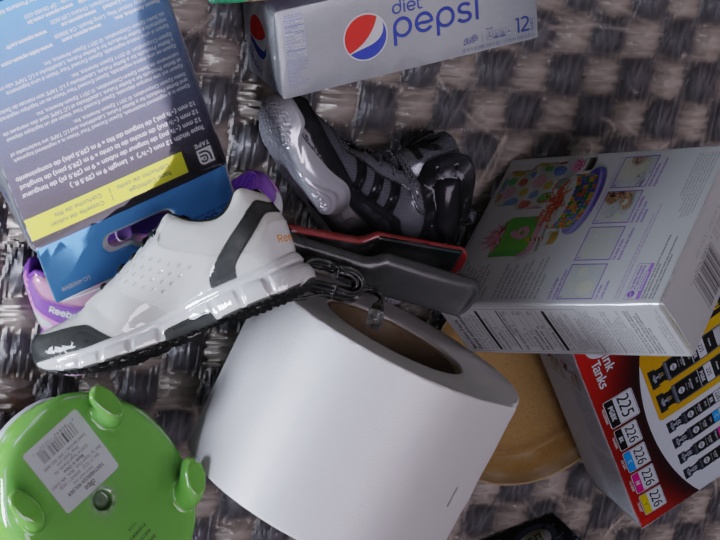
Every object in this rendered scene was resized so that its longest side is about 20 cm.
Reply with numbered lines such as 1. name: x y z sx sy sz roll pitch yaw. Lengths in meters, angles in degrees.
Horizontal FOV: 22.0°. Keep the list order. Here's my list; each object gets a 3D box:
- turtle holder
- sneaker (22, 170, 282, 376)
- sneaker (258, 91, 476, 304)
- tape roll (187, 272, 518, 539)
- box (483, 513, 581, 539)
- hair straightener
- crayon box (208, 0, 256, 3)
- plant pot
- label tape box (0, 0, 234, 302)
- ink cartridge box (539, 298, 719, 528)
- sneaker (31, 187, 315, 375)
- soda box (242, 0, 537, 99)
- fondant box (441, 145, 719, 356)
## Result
1. turtle holder: -0.180 0.167 1.280 0.184 0.131 0.142 26 69 -25
2. sneaker: -0.147 -0.016 1.269 0.199 0.080 0.089 -34 114 -8
3. sneaker: 0.011 -0.075 1.321 0.114 0.075 0.201 -40 128 -6
4. tape roll: -0.006 0.104 1.312 0.201 0.203 0.140 22 101 -31
5. box: 0.170 0.332 1.516 0.085 0.164 0.202 -17 117 -18
6. hair straightener: 0.000 0.000 1.260 0.199 0.077 0.041 16 125 -34
7. crayon box: -0.027 -0.222 1.211 0.198 0.119 0.059 -8 115 -23
8. plant pot: 0.133 0.074 1.470 0.198 0.027 0.202 -11 116 -22
9. label tape box: -0.177 -0.102 1.210 0.142 0.066 0.202 -25 115 -15
10. ink cartridge box: 0.241 0.066 1.453 0.175 0.084 0.201 -32 121 -11
11. sneaker: -0.128 0.010 1.202 0.198 0.074 0.081 -23 85 13
12. soda box: 0.021 -0.179 1.282 0.198 0.068 0.064 -15 118 -19
13. fondant box: 0.168 -0.013 1.322 0.058 0.199 0.145 51 55 -34
